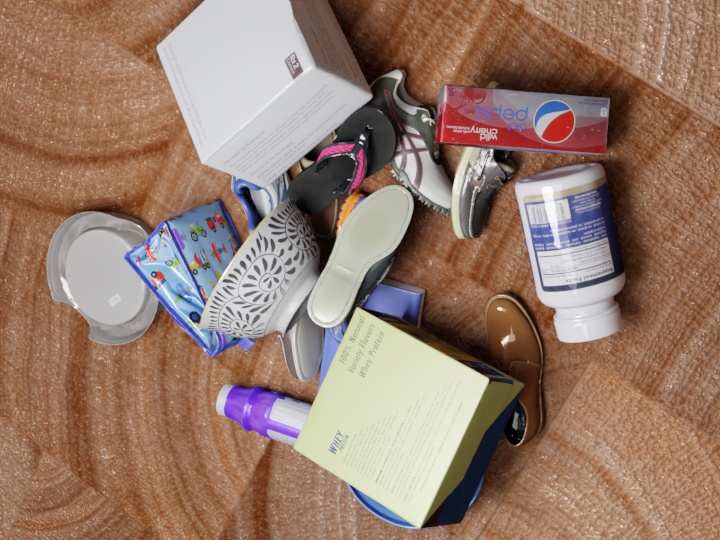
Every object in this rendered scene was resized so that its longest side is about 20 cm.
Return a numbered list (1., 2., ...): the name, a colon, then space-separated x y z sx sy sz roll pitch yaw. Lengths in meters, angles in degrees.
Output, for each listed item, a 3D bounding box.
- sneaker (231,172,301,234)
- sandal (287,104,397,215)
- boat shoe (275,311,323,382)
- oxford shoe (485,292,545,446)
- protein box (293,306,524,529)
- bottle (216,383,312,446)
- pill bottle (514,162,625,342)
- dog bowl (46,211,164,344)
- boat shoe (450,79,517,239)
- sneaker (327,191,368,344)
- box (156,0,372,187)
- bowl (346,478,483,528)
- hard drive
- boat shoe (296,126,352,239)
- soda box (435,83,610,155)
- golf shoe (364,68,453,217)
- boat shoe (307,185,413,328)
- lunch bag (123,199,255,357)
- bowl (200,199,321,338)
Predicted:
1. sneaker: -0.139 -0.141 1.631 0.075 0.088 0.202 -18 93 30
2. sandal: -0.025 -0.128 1.520 0.075 0.045 0.200 44 126 -7
3. boat shoe: -0.096 0.053 1.677 0.059 0.072 0.203 0 101 31
4. oxford shoe: 0.197 0.130 1.563 0.071 0.071 0.202 -8 99 28
5. protein box: 0.061 0.182 1.518 0.199 0.135 0.200 27 95 27
6. bottle: -0.108 0.210 1.718 0.198 0.084 0.066 16 79 21
7. pill bottle: 0.259 -0.021 1.469 0.110 0.111 0.202 -8 101 26
8. dog bowl: -0.367 0.006 1.794 0.198 0.059 0.203 7 108 23
9. boat shoe: 0.159 -0.131 1.505 0.064 0.073 0.202 17 111 25
10. sneaker: 0.000 0.000 1.593 0.078 0.075 0.203 12 92 17
11. box: -0.122 -0.250 1.521 0.199 0.130 0.200 -37 61 23
12. bowl: 0.072 0.252 1.652 0.198 0.039 0.203 4 108 11
13. hard drive: 0.012 0.107 1.666 0.131 0.025 0.202 15 110 21
14. boat shoe: -0.056 -0.137 1.603 0.075 0.072 0.203 4 106 24
15. soda box: 0.190 -0.177 1.436 0.197 0.063 0.071 4 95 -2
16. golf shoe: 0.071 -0.159 1.539 0.088 0.077 0.201 -39 88 19
17. boat shoe: 0.003 -0.014 1.527 0.074 0.066 0.201 26 85 11
18. lunch bag: -0.202 0.020 1.670 0.094 0.150 0.201 -36 88 28
19. bowl: -0.109 0.019 1.547 0.094 0.201 0.202 35 116 6
